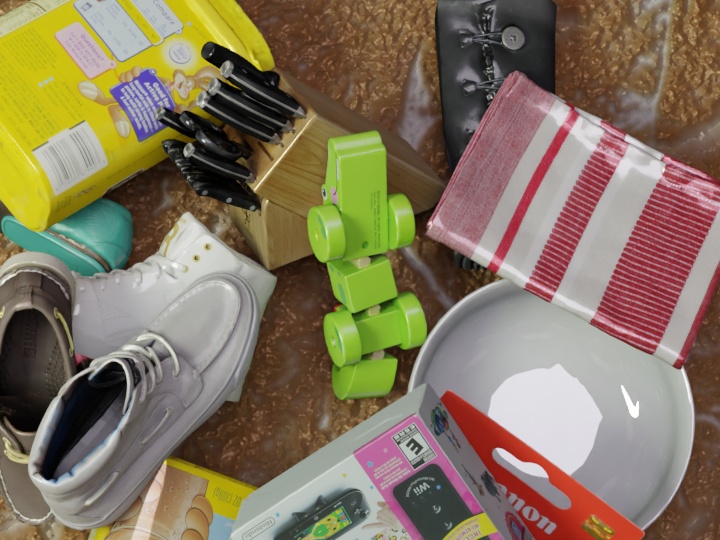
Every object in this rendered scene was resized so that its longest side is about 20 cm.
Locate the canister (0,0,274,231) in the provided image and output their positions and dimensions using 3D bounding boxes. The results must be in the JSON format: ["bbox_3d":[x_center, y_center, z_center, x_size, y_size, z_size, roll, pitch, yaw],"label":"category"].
[{"bbox_3d":[-0.181,-0.133,1.370,0.199,0.087,0.149,-33,77,-29],"label":"canister"}]

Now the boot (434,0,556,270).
[{"bbox_3d":[0.136,-0.102,1.436,0.163,0.066,0.202,3,66,-17],"label":"boot"}]

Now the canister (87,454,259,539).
[{"bbox_3d":[-0.128,0.235,1.322,0.148,0.086,0.202,22,75,-17],"label":"canister"}]

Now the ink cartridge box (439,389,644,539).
[{"bbox_3d":[0.070,0.191,1.299,0.160,0.200,0.047,36,43,2],"label":"ink cartridge box"}]

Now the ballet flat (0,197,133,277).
[{"bbox_3d":[-0.250,-0.057,1.405,0.199,0.067,0.071,26,59,1],"label":"ballet flat"}]

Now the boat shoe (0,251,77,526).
[{"bbox_3d":[-0.216,0.089,1.294,0.071,0.060,0.202,4,119,-5],"label":"boat shoe"}]

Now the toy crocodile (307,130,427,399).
[{"bbox_3d":[0.000,0.000,1.356,0.067,0.062,0.202,-16,116,-19],"label":"toy crocodile"}]

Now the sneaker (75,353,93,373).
[{"bbox_3d":[-0.221,0.106,1.372,0.198,0.079,0.096,7,102,-3],"label":"sneaker"}]

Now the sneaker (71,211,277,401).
[{"bbox_3d":[-0.155,0.007,1.354,0.199,0.074,0.116,19,95,-25],"label":"sneaker"}]

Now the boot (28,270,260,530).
[{"bbox_3d":[-0.136,0.073,1.265,0.073,0.096,0.201,29,74,15],"label":"boot"}]

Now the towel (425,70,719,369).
[{"bbox_3d":[0.160,-0.037,1.364,0.199,0.023,0.145,28,65,1],"label":"towel"}]

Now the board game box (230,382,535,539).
[{"bbox_3d":[0.036,0.197,1.247,0.147,0.064,0.201,-33,100,13],"label":"board game box"}]

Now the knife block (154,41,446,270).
[{"bbox_3d":[-0.038,-0.096,1.344,0.199,0.177,0.064,-21,48,-21],"label":"knife block"}]

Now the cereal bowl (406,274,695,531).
[{"bbox_3d":[0.128,0.105,1.375,0.198,0.083,0.202,1,78,-3],"label":"cereal bowl"}]
